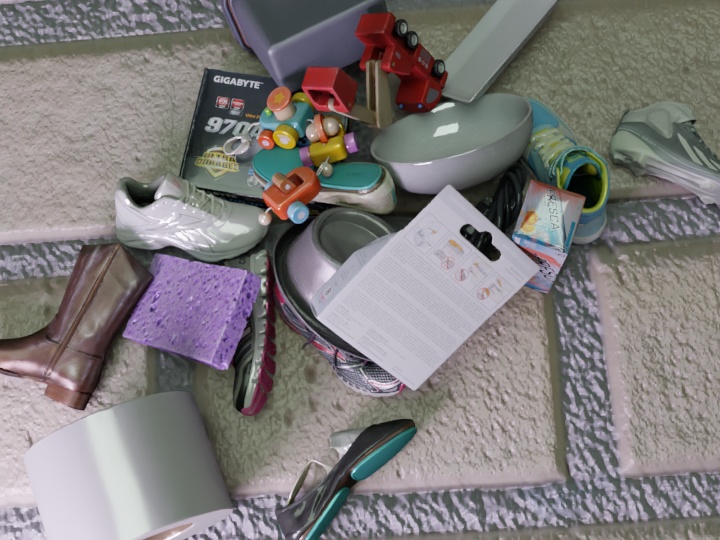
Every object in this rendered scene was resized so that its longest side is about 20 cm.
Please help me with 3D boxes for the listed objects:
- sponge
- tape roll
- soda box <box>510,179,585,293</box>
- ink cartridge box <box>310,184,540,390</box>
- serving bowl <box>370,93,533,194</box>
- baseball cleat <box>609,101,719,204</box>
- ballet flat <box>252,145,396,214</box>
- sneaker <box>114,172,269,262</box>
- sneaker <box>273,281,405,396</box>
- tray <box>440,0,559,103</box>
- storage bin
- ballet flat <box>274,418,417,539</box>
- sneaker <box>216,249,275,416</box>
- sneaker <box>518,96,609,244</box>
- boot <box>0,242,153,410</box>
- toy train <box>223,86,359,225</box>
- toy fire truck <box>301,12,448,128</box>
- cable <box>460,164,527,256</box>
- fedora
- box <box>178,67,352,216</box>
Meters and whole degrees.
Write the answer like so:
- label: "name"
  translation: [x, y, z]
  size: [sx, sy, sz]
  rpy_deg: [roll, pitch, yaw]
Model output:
- label: "sponge"
  translation: [-0.200, 0.045, 1.246]
  size: [0.199, 0.030, 0.113]
  rpy_deg: [9, 74, 49]
- label: "tape roll"
  translation: [-0.255, 0.237, 1.175]
  size: [0.201, 0.203, 0.141]
  rpy_deg: [-24, 75, -1]
- label: "soda box"
  translation: [0.203, -0.034, 1.203]
  size: [0.063, 0.200, 0.069]
  rpy_deg: [19, 79, 9]
- label: "ink cartridge box"
  translation: [0.069, 0.016, 1.150]
  size: [0.162, 0.057, 0.200]
  rpy_deg: [38, 100, -29]
- label: "serving bowl"
  translation: [0.113, -0.142, 1.267]
  size: [0.198, 0.201, 0.066]
  rpy_deg: [-18, 115, 0]
- label: "baseball cleat"
  translation: [0.404, -0.143, 1.281]
  size: [0.198, 0.070, 0.107]
  rpy_deg: [24, 79, 9]
- label: "ballet flat"
  translation: [-0.045, -0.099, 1.261]
  size: [0.198, 0.063, 0.068]
  rpy_deg: [15, 63, 34]
- label: "sneaker"
  translation: [-0.210, -0.072, 1.292]
  size: [0.197, 0.100, 0.079]
  rpy_deg: [3, 47, 4]
- label: "sneaker"
  translation: [-0.026, 0.078, 1.260]
  size: [0.199, 0.075, 0.081]
  rpy_deg: [34, 81, 11]
- label: "tray"
  translation: [0.173, -0.287, 1.340]
  size: [0.200, 0.022, 0.107]
  rpy_deg: [-50, 36, -8]
- label: "storage bin"
  translation: [-0.058, -0.321, 1.307]
  size: [0.198, 0.146, 0.135]
  rpy_deg: [-27, 55, -4]
- label: "ballet flat"
  translation: [-0.024, 0.229, 1.228]
  size: [0.200, 0.068, 0.068]
  rpy_deg: [-45, 68, -7]
- label: "sneaker"
  translation: [-0.149, 0.075, 1.274]
  size: [0.086, 0.074, 0.203]
  rpy_deg: [-2, 72, 6]
- label: "sneaker"
  translation: [0.238, -0.139, 1.263]
  size: [0.079, 0.131, 0.202]
  rpy_deg: [-28, 74, -2]
- label: "boot"
  translation: [-0.368, 0.041, 1.291]
  size: [0.185, 0.064, 0.202]
  rpy_deg: [25, 89, -2]
- label: "toy train"
  translation: [-0.089, -0.145, 1.237]
  size: [0.149, 0.056, 0.200]
  rpy_deg: [-34, 46, -7]
- label: "toy fire truck"
  translation: [0.024, -0.222, 1.255]
  size: [0.048, 0.200, 0.143]
  rpy_deg: [8, 73, 38]
- label: "cable"
  translation: [0.136, -0.027, 1.226]
  size: [0.051, 0.163, 0.201]
  rpy_deg: [36, 77, -1]
- label: "fedora"
  translation: [0.000, 0.000, 1.224]
  size: [0.199, 0.090, 0.177]
  rpy_deg: [36, 48, -2]
- label: "box"
  translation: [-0.115, -0.160, 1.341]
  size: [0.197, 0.046, 0.161]
  rpy_deg: [10, 77, 7]
